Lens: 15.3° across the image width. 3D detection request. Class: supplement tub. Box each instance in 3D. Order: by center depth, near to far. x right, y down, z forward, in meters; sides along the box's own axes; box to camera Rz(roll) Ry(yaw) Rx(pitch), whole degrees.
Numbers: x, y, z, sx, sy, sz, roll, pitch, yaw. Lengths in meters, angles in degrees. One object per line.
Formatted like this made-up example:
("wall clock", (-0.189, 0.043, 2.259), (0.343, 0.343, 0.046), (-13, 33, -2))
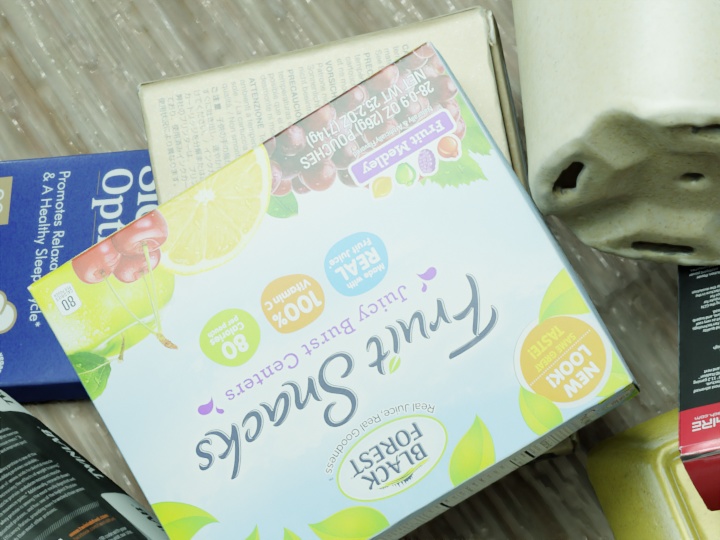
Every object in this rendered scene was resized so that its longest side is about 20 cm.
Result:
("supplement tub", (-0.164, 0.130, 1.204), (0.200, 0.123, 0.123), (37, 83, 26))

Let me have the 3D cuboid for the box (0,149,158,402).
("box", (-0.099, 0.000, 1.288), (0.200, 0.032, 0.121), (-4, 68, 15))

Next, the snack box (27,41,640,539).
("snack box", (-0.010, 0.029, 1.124), (0.200, 0.068, 0.169), (-31, 80, 6))

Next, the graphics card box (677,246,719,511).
("graphics card box", (0.199, 0.003, 1.141), (0.125, 0.051, 0.200), (-13, 46, 19))

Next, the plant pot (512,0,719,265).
("plant pot", (0.141, -0.110, 1.119), (0.200, 0.200, 0.184), (-4, 63, 16))

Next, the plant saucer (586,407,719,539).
("plant saucer", (0.214, 0.116, 1.132), (0.200, 0.048, 0.200), (-24, 63, 7))

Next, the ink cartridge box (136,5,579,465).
("ink cartridge box", (0.000, 0.000, 1.199), (0.165, 0.075, 0.200), (-11, 80, 6))
